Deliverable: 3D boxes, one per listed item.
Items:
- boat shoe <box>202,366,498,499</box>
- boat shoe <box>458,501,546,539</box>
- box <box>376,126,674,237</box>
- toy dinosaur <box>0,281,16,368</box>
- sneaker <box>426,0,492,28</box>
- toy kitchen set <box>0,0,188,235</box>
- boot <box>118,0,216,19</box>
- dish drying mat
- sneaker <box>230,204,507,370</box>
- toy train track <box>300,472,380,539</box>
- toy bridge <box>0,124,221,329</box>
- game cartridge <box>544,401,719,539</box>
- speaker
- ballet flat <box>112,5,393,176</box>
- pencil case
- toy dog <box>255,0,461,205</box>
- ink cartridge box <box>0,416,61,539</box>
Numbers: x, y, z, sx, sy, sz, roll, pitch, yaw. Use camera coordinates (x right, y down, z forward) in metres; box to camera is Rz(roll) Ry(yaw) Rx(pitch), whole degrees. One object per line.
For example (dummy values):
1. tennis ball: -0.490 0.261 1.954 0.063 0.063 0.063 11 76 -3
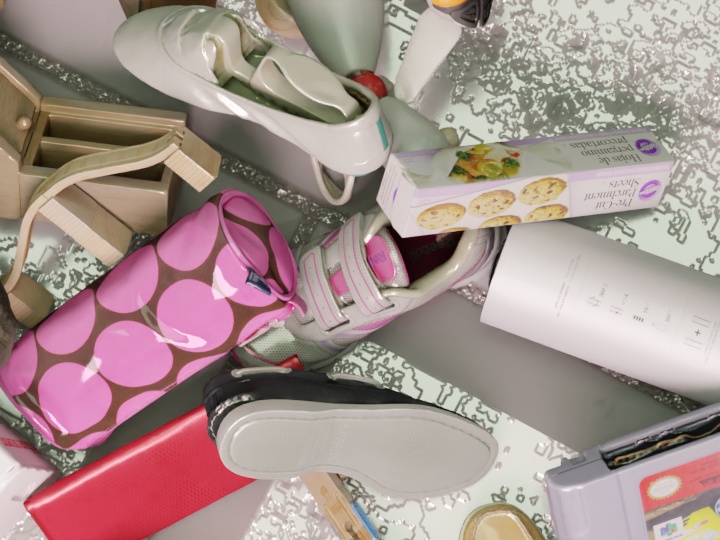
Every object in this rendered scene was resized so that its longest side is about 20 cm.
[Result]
1. boat shoe: -0.005 0.097 1.711 0.199 0.060 0.076 13 120 -30
2. boat shoe: 0.111 0.244 1.705 0.071 0.076 0.201 -18 83 1
3. box: 0.106 -0.057 1.704 0.199 0.042 0.039 -7 44 -30
4. toy dinosaur: -0.251 0.019 1.682 0.077 0.102 0.200 -55 40 9
5. sneaker: 0.048 -0.219 1.719 0.091 0.200 0.076 9 122 4
6. toy kitchen set: -0.198 -0.160 1.734 0.179 0.201 0.164 7 42 4
7. boot: -0.168 -0.230 1.772 0.146 0.070 0.201 26 128 33
8. dish drying mat: -0.115 0.126 1.740 0.199 0.077 0.018 -28 42 0
9. sneaker: 0.000 0.000 1.733 0.199 0.088 0.082 -30 83 0
10. toy train track: 0.029 0.201 1.730 0.201 0.032 0.115 54 130 16
11. toy bridge: -0.177 -0.033 1.714 0.067 0.027 0.200 39 126 -21
12. game cartridge: 0.220 0.148 1.691 0.199 0.134 0.041 -19 38 -5
13. speaker: 0.179 0.028 1.724 0.199 0.081 0.082 19 85 5
14. ballet flat: -0.066 -0.127 1.679 0.199 0.069 0.070 28 86 15
15. pencil case: -0.133 0.038 1.715 0.199 0.091 0.094 -33 105 21
16. toy dog: 0.013 -0.150 1.748 0.096 0.132 0.201 -19 90 -31
17. ink cartridge box: -0.299 0.091 1.710 0.200 0.145 0.084 41 89 7
